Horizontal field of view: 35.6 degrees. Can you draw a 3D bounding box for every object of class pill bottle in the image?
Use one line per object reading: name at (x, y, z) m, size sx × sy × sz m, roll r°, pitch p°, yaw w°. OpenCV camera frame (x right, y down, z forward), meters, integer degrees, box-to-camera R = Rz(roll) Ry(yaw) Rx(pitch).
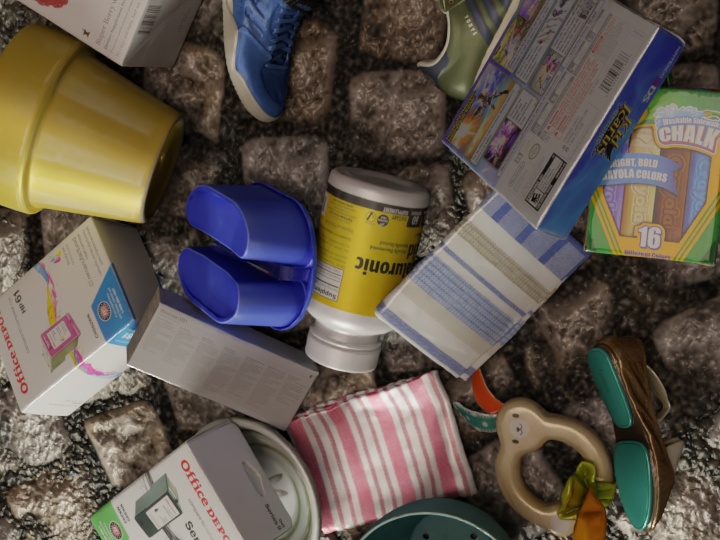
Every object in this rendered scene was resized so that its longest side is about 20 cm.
pill bottle at (0.000, 0.000, 1.192) m, size 0.110 × 0.111 × 0.203 m, roll 17°, pitch 104°, yaw 16°

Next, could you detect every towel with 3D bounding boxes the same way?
towel at (0.125, 0.012, 1.150) m, size 0.146 × 0.024 × 0.200 m, roll 36°, pitch 107°, yaw -29°
towel at (0.021, 0.208, 1.260) m, size 0.198 × 0.030 × 0.148 m, roll -19°, pitch 92°, yaw 22°

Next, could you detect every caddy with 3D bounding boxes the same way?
caddy at (-0.115, -0.018, 1.203) m, size 0.199 × 0.104 × 0.143 m, roll 30°, pitch 113°, yaw 53°

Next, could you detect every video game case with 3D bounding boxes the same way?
video game case at (0.179, -0.160, 1.030) m, size 0.201 × 0.045 × 0.182 m, roll -60°, pitch 38°, yaw 17°

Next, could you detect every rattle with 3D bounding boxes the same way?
rattle at (0.166, 0.199, 1.156) m, size 0.200 × 0.143 × 0.130 m, roll 49°, pitch 129°, yaw 0°

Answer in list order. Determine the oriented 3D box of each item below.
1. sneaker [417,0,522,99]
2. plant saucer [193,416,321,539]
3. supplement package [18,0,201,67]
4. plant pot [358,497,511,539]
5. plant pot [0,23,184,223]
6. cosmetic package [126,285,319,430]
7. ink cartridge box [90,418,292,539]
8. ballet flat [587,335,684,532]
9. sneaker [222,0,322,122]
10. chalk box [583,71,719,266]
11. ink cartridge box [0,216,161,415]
sneaker at (0.120, -0.271, 1.121) m, size 0.089 × 0.067 × 0.202 m, roll 24°, pitch 108°, yaw 8°
plant saucer at (-0.119, 0.261, 1.297) m, size 0.198 × 0.050 × 0.203 m, roll 8°, pitch 105°, yaw 30°
supplement package at (-0.289, -0.325, 1.236) m, size 0.199 × 0.120 × 0.122 m, roll 32°, pitch 108°, yaw 12°
plant pot at (0.088, 0.326, 1.195) m, size 0.197 × 0.135 × 0.203 m, roll 2°, pitch 102°, yaw 12°
plant pot at (-0.304, -0.146, 1.243) m, size 0.187 × 0.201 × 0.203 m, roll 20°, pitch 105°, yaw -2°
cosmetic package at (-0.152, 0.098, 1.240) m, size 0.198 × 0.051 × 0.083 m, roll 27°, pitch 106°, yaw -21°
ink cartridge box at (-0.193, 0.283, 1.268) m, size 0.200 × 0.084 × 0.147 m, roll -39°, pitch 80°, yaw 32°
ballet flat at (0.289, 0.161, 1.142) m, size 0.071 × 0.068 × 0.203 m, roll -15°, pitch 89°, yaw -24°
sneaker at (-0.085, -0.267, 1.196) m, size 0.110 × 0.076 × 0.203 m, roll -8°, pitch 90°, yaw 29°
chalk box at (0.289, -0.118, 1.065) m, size 0.122 × 0.125 × 0.203 m, roll 8°, pitch 102°, yaw 18°
ink cartridge box at (-0.330, 0.057, 1.312) m, size 0.199 × 0.084 × 0.146 m, roll -37°, pitch 66°, yaw 22°
